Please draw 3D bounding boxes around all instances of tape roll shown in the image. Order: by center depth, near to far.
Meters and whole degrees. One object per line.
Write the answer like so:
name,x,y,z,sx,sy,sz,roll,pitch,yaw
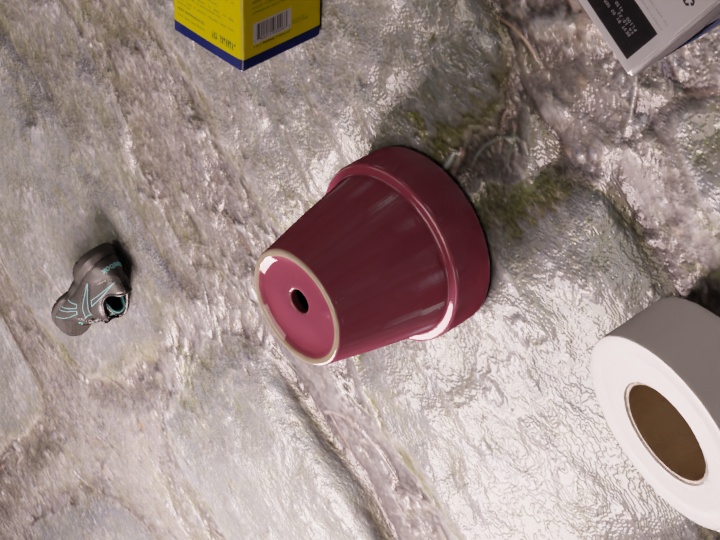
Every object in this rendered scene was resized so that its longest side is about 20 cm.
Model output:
tape roll,0.291,0.126,1.544,0.202,0.071,0.203,48,159,26

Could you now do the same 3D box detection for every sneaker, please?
sneaker,-0.359,0.045,2.370,0.079,0.075,0.200,49,145,12

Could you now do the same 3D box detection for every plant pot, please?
plant pot,0.000,0.000,1.776,0.200,0.179,0.200,33,139,35

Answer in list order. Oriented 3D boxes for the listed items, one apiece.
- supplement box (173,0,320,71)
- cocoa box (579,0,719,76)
supplement box,-0.113,-0.319,1.746,0.109,0.109,0.200,35,139,33
cocoa box,0.222,-0.276,1.321,0.200,0.131,0.133,57,146,5
